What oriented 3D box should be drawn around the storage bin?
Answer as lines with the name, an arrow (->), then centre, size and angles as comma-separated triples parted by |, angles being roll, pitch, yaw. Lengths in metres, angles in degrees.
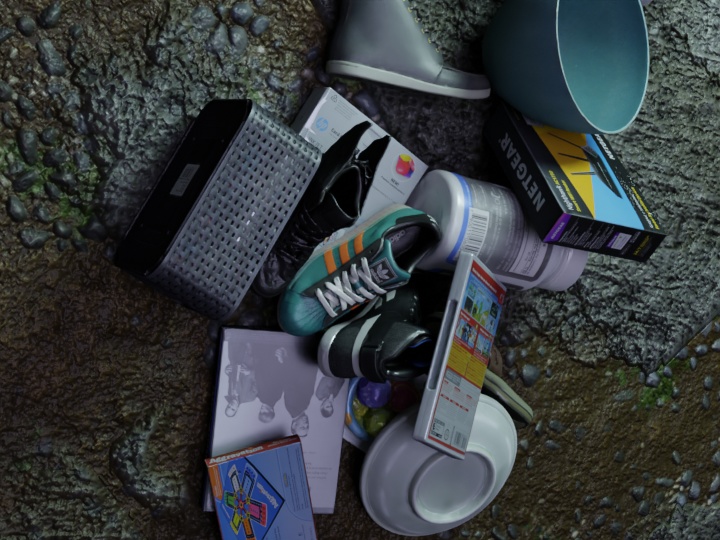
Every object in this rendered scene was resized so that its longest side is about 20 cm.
storage bin -> -0.144, -0.063, 1.242 | 0.094, 0.135, 0.200 | 33, 81, -28

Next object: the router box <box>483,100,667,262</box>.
router box -> 0.241, -0.101, 1.418 | 0.149, 0.200, 0.051 | 9, 129, -29

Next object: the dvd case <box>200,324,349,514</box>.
dvd case -> -0.090, 0.164, 1.353 | 0.150, 0.025, 0.201 | 5, 95, -19

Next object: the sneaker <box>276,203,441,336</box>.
sneaker -> 0.000, 0.000, 1.314 | 0.200, 0.080, 0.071 | -40, 114, -16

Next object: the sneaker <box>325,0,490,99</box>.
sneaker -> 0.064, -0.249, 1.364 | 0.200, 0.075, 0.107 | 7, 96, -28

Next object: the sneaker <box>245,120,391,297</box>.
sneaker -> -0.045, -0.059, 1.269 | 0.060, 0.104, 0.200 | 32, 81, -28

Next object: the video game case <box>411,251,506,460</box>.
video game case -> 0.108, 0.095, 1.329 | 0.143, 0.017, 0.201 | 38, 66, -63

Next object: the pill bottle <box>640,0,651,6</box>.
pill bottle -> 0.265, -0.391, 1.433 | 0.200, 0.114, 0.115 | 25, 85, -28

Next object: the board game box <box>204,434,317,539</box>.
board game box -> -0.100, 0.278, 1.344 | 0.103, 0.019, 0.201 | -14, 115, -14

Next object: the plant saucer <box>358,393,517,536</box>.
plant saucer -> 0.098, 0.234, 1.425 | 0.200, 0.050, 0.201 | -11, 122, -18

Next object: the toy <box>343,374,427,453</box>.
toy -> 0.040, 0.161, 1.422 | 0.200, 0.047, 0.115 | 38, 78, -27

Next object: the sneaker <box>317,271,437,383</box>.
sneaker -> 0.053, 0.067, 1.346 | 0.200, 0.112, 0.073 | -39, 128, -46

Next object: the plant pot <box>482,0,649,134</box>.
plant pot -> 0.217, -0.248, 1.401 | 0.200, 0.135, 0.201 | 3, 86, -49

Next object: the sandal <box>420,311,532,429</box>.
sandal -> 0.135, 0.112, 1.460 | 0.201, 0.080, 0.057 | 47, 57, -31

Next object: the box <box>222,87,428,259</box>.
box -> -0.037, -0.074, 1.354 | 0.156, 0.041, 0.200 | 35, 81, -28

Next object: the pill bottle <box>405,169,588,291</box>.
pill bottle -> 0.156, -0.040, 1.421 | 0.200, 0.114, 0.114 | 12, 91, -29
